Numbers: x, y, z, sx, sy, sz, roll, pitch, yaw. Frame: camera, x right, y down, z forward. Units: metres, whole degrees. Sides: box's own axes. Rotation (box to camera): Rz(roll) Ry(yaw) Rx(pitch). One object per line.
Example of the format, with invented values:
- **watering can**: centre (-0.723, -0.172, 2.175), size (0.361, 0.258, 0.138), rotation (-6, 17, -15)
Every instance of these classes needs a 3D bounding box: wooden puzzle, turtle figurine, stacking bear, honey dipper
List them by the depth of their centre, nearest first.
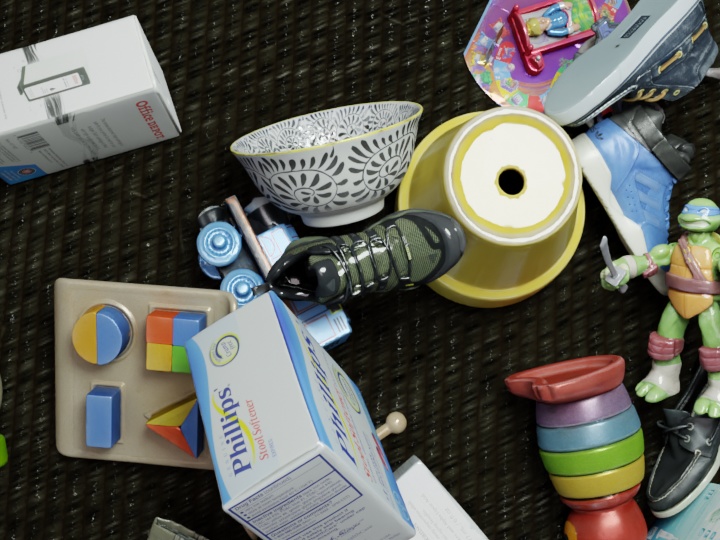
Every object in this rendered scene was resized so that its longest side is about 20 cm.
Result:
- **turtle figurine**: centre (0.297, 0.041, 0.892), size (0.142, 0.200, 0.197), rotation (-2, 107, 12)
- **wooden puzzle**: centre (-0.221, 0.108, 0.952), size (0.197, 0.046, 0.188), rotation (5, 102, 9)
- **stacking bear**: centre (0.233, 0.197, 0.960), size (0.112, 0.121, 0.203), rotation (-13, 91, -12)
- **honey dipper**: centre (-0.037, 0.206, 0.989), size (0.199, 0.038, 0.038), rotation (-34, 84, -9)

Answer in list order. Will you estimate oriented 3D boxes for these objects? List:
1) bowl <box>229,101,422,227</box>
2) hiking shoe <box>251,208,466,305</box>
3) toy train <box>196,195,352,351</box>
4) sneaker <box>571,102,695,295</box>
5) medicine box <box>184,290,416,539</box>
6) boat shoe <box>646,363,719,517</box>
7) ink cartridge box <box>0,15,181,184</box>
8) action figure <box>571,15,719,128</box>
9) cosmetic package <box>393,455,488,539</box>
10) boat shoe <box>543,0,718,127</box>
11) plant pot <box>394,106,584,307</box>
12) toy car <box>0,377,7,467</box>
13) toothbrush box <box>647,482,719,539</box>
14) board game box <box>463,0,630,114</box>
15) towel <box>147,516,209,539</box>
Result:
- **bowl**: centre (-0.027, -0.102, 0.974), size (0.198, 0.201, 0.096), rotation (-12, 108, -3)
- **hiking shoe**: centre (0.000, 0.000, 0.878), size (0.198, 0.101, 0.077), rotation (-13, 105, 26)
- **toy train**: centre (-0.093, 0.013, 0.992), size (0.113, 0.087, 0.202), rotation (-26, 81, -14)
- **sneaker**: centre (0.308, -0.077, 0.982), size (0.110, 0.077, 0.201), rotation (-32, 103, 11)
- **medicine box**: centre (-0.056, 0.155, 0.873), size (0.102, 0.201, 0.183), rotation (-30, 47, 6)
- **boat shoe**: centre (0.338, 0.154, 0.971), size (0.066, 0.074, 0.200), rotation (42, 78, -12)
- **ink cartridge box**: centre (-0.299, -0.170, 0.980), size (0.197, 0.146, 0.085), rotation (-17, 80, -4)
- **action figure**: centre (0.299, -0.201, 1.032), size (0.191, 0.105, 0.202), rotation (-24, 119, -7)
- **cosmetic package**: centre (0.017, 0.293, 0.952), size (0.200, 0.081, 0.113), rotation (-42, 86, -7)
- **boat shoe**: centre (0.269, -0.187, 0.922), size (0.200, 0.071, 0.091), rotation (-43, 119, -9)
- **plant pot**: centre (0.136, -0.072, 0.953), size (0.197, 0.189, 0.204), rotation (0, 83, -1)
- **toy car**: centre (-0.474, 0.134, 0.942), size (0.197, 0.158, 0.167), rotation (-9, 92, 9)
- **toothbrush box**: centre (0.375, 0.279, 0.901), size (0.146, 0.200, 0.086), rotation (37, 83, 5)
- **board game box**: centre (0.213, -0.268, 1.055), size (0.156, 0.039, 0.202), rotation (27, 83, 3)
- **towel**: centre (-0.139, 0.358, 0.921), size (0.190, 0.034, 0.203), rotation (23, 107, 16)
